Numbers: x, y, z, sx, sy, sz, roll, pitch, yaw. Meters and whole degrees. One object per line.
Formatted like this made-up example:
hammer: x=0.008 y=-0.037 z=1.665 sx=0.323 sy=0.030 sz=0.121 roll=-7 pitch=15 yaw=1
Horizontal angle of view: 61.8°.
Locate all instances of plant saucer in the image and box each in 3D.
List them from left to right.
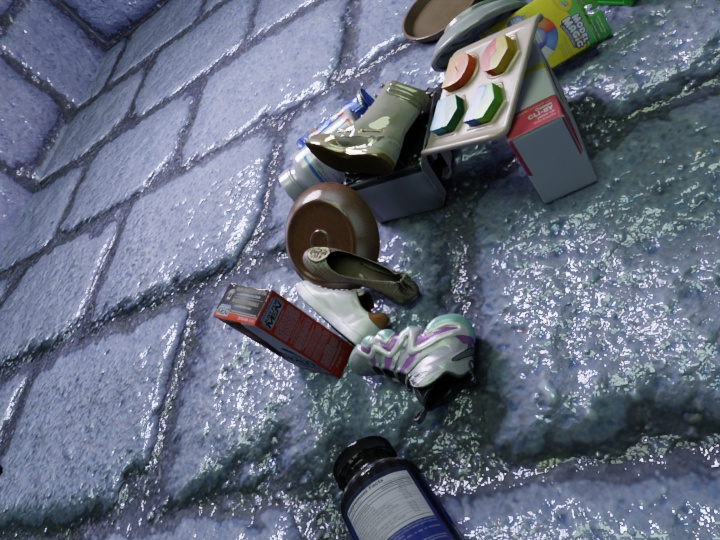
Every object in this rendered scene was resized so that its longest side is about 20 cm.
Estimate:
plant saucer: x=-0.061 y=-0.051 z=1.044 sx=0.200 sy=0.037 sz=0.201 roll=7 pitch=103 yaw=31
plant saucer: x=0.183 y=-0.583 z=1.343 sx=0.199 sy=0.029 sz=0.201 roll=-24 pitch=45 yaw=27
plant saucer: x=0.209 y=-0.436 z=1.090 sx=0.200 sy=0.200 sz=0.050 roll=-28 pitch=88 yaw=23

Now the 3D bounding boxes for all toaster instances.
toaster: x=0.067 y=-0.196 z=1.072 sx=0.199 sy=0.119 sz=0.182 roll=-12 pitch=52 yaw=36

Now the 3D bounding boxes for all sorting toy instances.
sorting toy: x=0.169 y=-0.271 z=0.889 sx=0.185 sy=0.036 sz=0.201 roll=4 pitch=71 yaw=61

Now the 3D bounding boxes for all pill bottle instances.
pill bottle: x=-0.066 y=-0.222 z=1.219 sx=0.200 sy=0.112 sz=0.112 roll=-36 pitch=41 yaw=14
pill bottle: x=0.044 y=0.297 z=0.712 sx=0.112 sy=0.112 sz=0.200 roll=-45 pitch=39 yaw=4

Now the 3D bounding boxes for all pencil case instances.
pencil case: x=-0.048 y=-0.299 z=1.288 sx=0.200 sy=0.078 sz=0.087 roll=-36 pitch=12 yaw=15

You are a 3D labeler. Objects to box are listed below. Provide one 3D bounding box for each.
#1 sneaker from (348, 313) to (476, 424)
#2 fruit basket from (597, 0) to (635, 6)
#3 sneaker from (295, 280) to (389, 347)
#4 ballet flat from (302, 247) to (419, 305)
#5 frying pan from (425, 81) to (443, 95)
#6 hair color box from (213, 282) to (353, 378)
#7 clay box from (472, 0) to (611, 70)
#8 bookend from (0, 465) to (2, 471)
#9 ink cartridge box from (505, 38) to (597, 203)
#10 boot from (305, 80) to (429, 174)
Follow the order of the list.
sneaker: x=0.067 y=0.149 z=0.833 sx=0.199 sy=0.078 sz=0.140 roll=-24 pitch=45 yaw=28
fruit basket: x=0.426 y=-0.564 z=0.973 sx=0.216 sy=0.216 sz=0.155 roll=-51 pitch=40 yaw=-3
sneaker: x=-0.026 y=0.058 z=1.002 sx=0.200 sy=0.073 sz=0.085 roll=35 pitch=82 yaw=39
ballet flat: x=0.000 y=0.000 z=0.958 sx=0.199 sy=0.046 sz=0.067 roll=22 pitch=53 yaw=14
frying pan: x=0.163 y=-0.357 z=1.187 sx=0.115 sy=0.031 sz=0.190 roll=-38 pitch=44 yaw=11
hair color box: x=-0.118 y=0.097 z=0.945 sx=0.111 sy=0.200 sz=0.064 roll=6 pitch=63 yaw=45
clay box: x=0.307 y=-0.395 z=1.020 sx=0.199 sy=0.115 sz=0.048 roll=-28 pitch=1 yaw=25
bookend: x=-1.009 y=0.534 z=1.488 sx=0.200 sy=0.092 sz=0.199 roll=10 pitch=67 yaw=47
ink cartridge box: x=0.267 y=-0.227 z=0.895 sx=0.083 sy=0.145 sz=0.201 roll=-25 pitch=46 yaw=26
boot: x=0.009 y=-0.245 z=1.017 sx=0.199 sy=0.072 sz=0.155 roll=16 pitch=72 yaw=42
